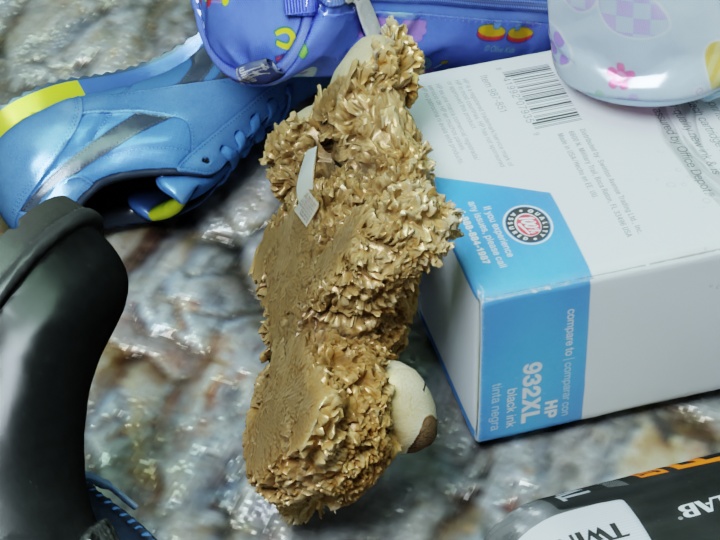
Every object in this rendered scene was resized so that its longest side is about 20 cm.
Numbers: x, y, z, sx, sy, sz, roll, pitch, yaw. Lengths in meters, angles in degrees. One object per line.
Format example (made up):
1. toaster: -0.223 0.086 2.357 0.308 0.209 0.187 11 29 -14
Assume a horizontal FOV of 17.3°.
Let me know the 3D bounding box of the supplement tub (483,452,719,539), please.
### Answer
1. supplement tub: 0.121 0.124 0.794 0.199 0.123 0.123 -12 44 -13

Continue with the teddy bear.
1. teddy bear: 0.000 0.000 0.923 0.067 0.145 0.201 18 40 -23

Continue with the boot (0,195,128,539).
1. boot: -0.088 0.095 0.807 0.157 0.079 0.212 24 76 5

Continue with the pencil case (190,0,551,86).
1. pencil case: 0.020 -0.114 1.029 0.199 0.078 0.087 0 8 -43

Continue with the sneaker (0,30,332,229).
1. sneaker: -0.070 -0.061 1.049 0.199 0.066 0.079 -25 61 -25

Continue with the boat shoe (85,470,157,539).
1. boat shoe: -0.161 0.081 0.884 0.199 0.069 0.084 18 46 19

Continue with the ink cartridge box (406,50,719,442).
1. ink cartridge box: 0.121 -0.024 0.983 0.199 0.084 0.145 -11 41 -11

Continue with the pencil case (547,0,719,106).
1. pencil case: 0.113 -0.166 0.933 0.090 0.201 0.083 6 31 19
